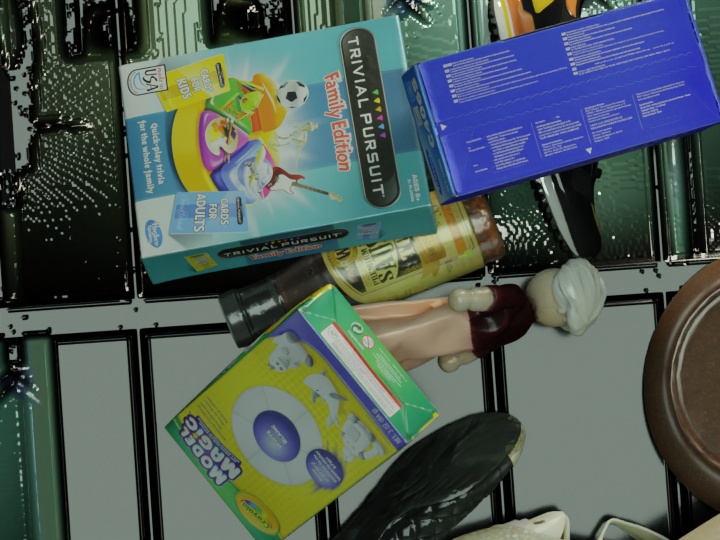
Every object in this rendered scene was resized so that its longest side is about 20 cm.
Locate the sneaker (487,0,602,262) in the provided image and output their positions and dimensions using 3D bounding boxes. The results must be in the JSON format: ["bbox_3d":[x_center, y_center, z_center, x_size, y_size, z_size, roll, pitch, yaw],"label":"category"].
[{"bbox_3d":[0.152,-0.108,1.735,0.090,0.070,0.200,-17,87,1],"label":"sneaker"}]

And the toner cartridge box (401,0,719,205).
[{"bbox_3d":[0.137,-0.116,1.683,0.200,0.043,0.095,-16,86,-13],"label":"toner cartridge box"}]

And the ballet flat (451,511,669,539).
[{"bbox_3d":[0.152,0.200,1.739,0.200,0.067,0.062,14,69,-6],"label":"ballet flat"}]

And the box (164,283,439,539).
[{"bbox_3d":[-0.050,0.107,1.689,0.117,0.048,0.200,50,134,2],"label":"box"}]

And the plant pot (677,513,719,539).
[{"bbox_3d":[0.280,0.266,1.646,0.177,0.200,0.200,-50,122,-23],"label":"plant pot"}]

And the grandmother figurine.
[{"bbox_3d":[0.073,0.034,1.711,0.200,0.121,0.061,-14,79,-6],"label":"grandmother figurine"}]

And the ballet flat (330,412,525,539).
[{"bbox_3d":[0.038,0.174,1.746,0.200,0.057,0.066,-43,46,-2],"label":"ballet flat"}]

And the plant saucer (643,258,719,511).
[{"bbox_3d":[0.291,0.076,1.718,0.200,0.034,0.201,-3,79,16],"label":"plant saucer"}]

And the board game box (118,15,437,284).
[{"bbox_3d":[-0.058,-0.084,1.717,0.200,0.047,0.151,-11,66,2],"label":"board game box"}]

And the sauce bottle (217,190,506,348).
[{"bbox_3d":[0.000,0.000,1.736,0.200,0.066,0.066,-24,89,-2],"label":"sauce bottle"}]
